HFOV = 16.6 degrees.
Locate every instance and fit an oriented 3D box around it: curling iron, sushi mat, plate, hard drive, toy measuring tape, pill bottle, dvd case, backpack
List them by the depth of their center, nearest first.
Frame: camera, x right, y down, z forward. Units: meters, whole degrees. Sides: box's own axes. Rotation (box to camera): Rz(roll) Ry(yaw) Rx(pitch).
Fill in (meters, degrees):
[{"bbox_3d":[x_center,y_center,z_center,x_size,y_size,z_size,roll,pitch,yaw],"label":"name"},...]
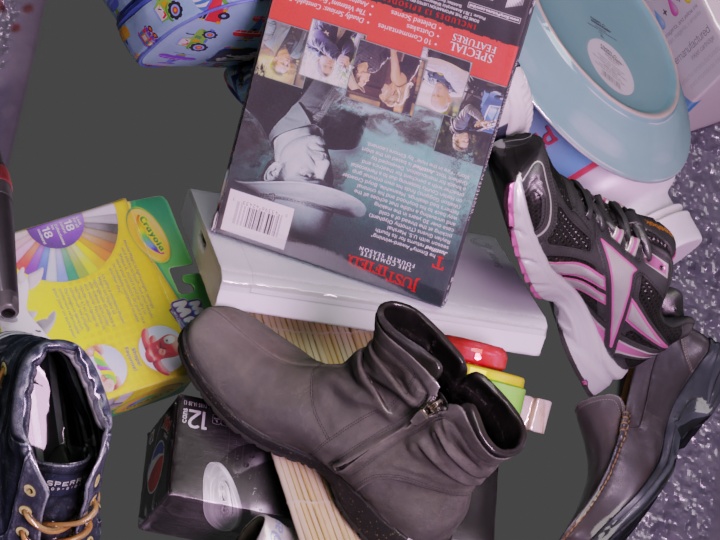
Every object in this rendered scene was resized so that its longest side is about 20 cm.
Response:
[{"bbox_3d":[0.007,-0.092,1.392,0.146,0.201,0.022,18,19,7],"label":"dvd case"},{"bbox_3d":[-0.010,0.098,1.394,0.095,0.012,0.200,1,49,-26],"label":"sushi mat"},{"bbox_3d":[-0.221,-0.048,1.416,0.049,0.026,0.200,17,41,-38],"label":"curling iron"},{"bbox_3d":[0.079,0.079,1.433,0.200,0.073,0.074,18,56,-55],"label":"toy measuring tape"},{"bbox_3d":[0.000,0.000,1.472,0.199,0.026,0.132,8,23,-17],"label":"hard drive"},{"bbox_3d":[-0.059,-0.173,1.476,0.199,0.182,0.135,-13,85,-29],"label":"backpack"},{"bbox_3d":[0.141,-0.144,1.501,0.200,0.026,0.201,33,38,-30],"label":"plate"},{"bbox_3d":[0.130,-0.084,1.555,0.109,0.109,0.200,-24,78,-28],"label":"pill bottle"}]

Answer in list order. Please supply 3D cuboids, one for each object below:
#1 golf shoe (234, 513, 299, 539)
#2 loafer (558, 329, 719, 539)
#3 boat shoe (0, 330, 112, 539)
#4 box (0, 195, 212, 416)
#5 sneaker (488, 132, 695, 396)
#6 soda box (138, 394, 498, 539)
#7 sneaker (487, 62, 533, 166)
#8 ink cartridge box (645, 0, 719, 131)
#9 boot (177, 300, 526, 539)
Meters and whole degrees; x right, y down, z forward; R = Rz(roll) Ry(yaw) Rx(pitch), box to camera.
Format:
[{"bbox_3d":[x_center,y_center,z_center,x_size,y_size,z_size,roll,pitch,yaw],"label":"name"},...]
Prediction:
[{"bbox_3d":[-0.025,0.177,1.361,0.199,0.078,0.098,-16,113,-12],"label":"golf shoe"},{"bbox_3d":[0.160,0.107,1.514,0.072,0.073,0.200,34,51,5],"label":"loafer"},{"bbox_3d":[-0.170,0.133,1.328,0.071,0.091,0.201,-10,93,-25],"label":"boat shoe"},{"bbox_3d":[-0.183,0.035,1.420,0.199,0.048,0.118,-18,75,-24],"label":"box"},{"bbox_3d":[0.139,-0.016,1.447,0.086,0.200,0.080,-24,48,8],"label":"sneaker"},{"bbox_3d":[-0.024,0.130,1.426,0.199,0.071,0.064,12,63,-16],"label":"soda box"},{"bbox_3d":[0.004,-0.076,1.449,0.129,0.199,0.080,-28,104,-32],"label":"sneaker"},{"bbox_3d":[0.221,-0.211,1.632,0.125,0.129,0.200,-19,75,-27],"label":"ink cartridge box"},{"bbox_3d":[-0.002,0.057,1.330,0.200,0.131,0.068,40,44,14],"label":"boot"}]
